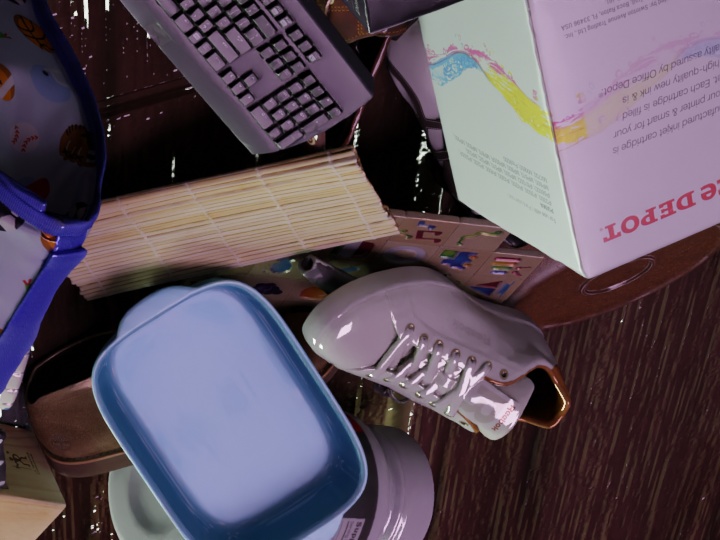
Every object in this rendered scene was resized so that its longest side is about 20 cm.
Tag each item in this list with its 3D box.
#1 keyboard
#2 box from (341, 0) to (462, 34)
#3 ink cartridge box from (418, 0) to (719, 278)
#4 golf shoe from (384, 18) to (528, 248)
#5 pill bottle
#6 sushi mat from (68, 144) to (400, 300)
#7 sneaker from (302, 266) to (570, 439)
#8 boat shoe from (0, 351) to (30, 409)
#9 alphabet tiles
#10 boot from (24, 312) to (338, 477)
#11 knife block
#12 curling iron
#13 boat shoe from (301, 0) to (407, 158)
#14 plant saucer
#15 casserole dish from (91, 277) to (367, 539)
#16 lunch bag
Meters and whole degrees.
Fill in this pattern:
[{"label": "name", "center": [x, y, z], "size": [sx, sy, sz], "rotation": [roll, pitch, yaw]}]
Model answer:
[{"label": "keyboard", "center": [-0.055, -0.153, 1.285], "size": [0.127, 0.021, 0.200], "rotation": [-35, 123, 9]}, {"label": "box", "center": [-0.004, -0.231, 1.145], "size": [0.079, 0.141, 0.200], "rotation": [-20, 132, -12]}, {"label": "ink cartridge box", "center": [0.121, -0.125, 1.281], "size": [0.145, 0.145, 0.200], "rotation": [-21, 115, -19]}, {"label": "golf shoe", "center": [0.071, -0.090, 1.469], "size": [0.078, 0.095, 0.200], "rotation": [-29, 145, -1]}, {"label": "pill bottle", "center": [-0.054, 0.143, 1.661], "size": [0.200, 0.114, 0.114], "rotation": [7, 132, -43]}, {"label": "sushi mat", "center": [-0.084, -0.025, 1.440], "size": [0.200, 0.012, 0.096], "rotation": [-12, 151, 14]}, {"label": "sneaker", "center": [0.056, 0.054, 1.517], "size": [0.200, 0.085, 0.073], "rotation": [11, 126, -44]}, {"label": "boat shoe", "center": [-0.206, -0.003, 1.387], "size": [0.072, 0.072, 0.200], "rotation": [8, 126, -16]}, {"label": "alphabet tiles", "center": [0.000, 0.000, 1.529], "size": [0.200, 0.006, 0.166], "rotation": [6, 155, -17]}, {"label": "boot", "center": [-0.107, 0.063, 1.548], "size": [0.200, 0.074, 0.075], "rotation": [-19, 136, 0]}, {"label": "knife block", "center": [-0.277, 0.138, 1.529], "size": [0.176, 0.064, 0.200], "rotation": [16, 126, -47]}, {"label": "curling iron", "center": [0.007, 0.033, 1.543], "size": [0.050, 0.026, 0.200], "rotation": [-56, 153, -8]}, {"label": "boat shoe", "center": [0.002, -0.148, 1.356], "size": [0.070, 0.070, 0.200], "rotation": [-18, 146, -38]}, {"label": "plant saucer", "center": [0.161, -0.009, 1.645], "size": [0.200, 0.035, 0.200], "rotation": [-19, 162, -6]}, {"label": "casserole dish", "center": [-0.079, 0.087, 1.514], "size": [0.121, 0.039, 0.200], "rotation": [-32, 114, 0]}, {"label": "lunch bag", "center": [-0.207, -0.035, 1.231], "size": [0.124, 0.200, 0.170], "rotation": [1, 136, -39]}]
